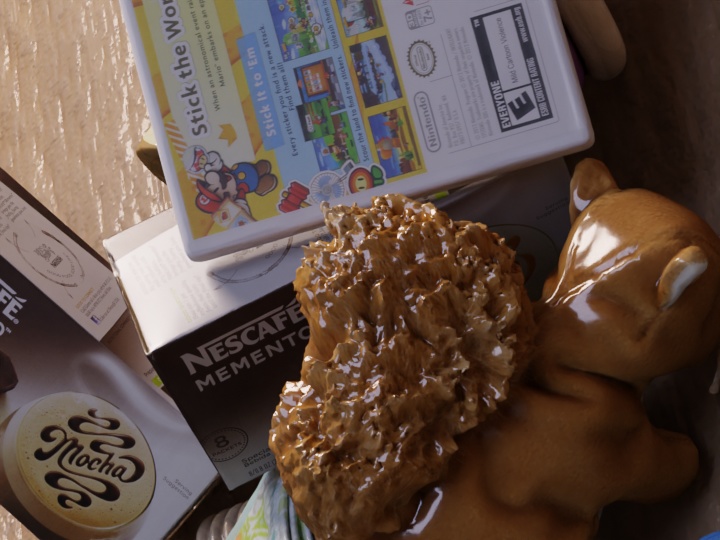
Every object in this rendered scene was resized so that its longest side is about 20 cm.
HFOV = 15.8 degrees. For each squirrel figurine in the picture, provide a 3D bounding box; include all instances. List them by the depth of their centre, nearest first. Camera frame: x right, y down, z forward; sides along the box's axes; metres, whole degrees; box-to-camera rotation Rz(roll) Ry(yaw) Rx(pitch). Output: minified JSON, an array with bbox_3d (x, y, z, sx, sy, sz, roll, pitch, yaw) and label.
[{"bbox_3d":[0.065,0.043,1.083,0.187,0.200,0.142,-56,34,15],"label":"squirrel figurine"}]

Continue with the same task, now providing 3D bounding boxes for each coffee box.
[{"bbox_3d":[0.000,0.000,1.175,0.200,0.114,0.080,-26,47,-1],"label":"coffee box"},{"bbox_3d":[-0.160,0.055,1.340,0.113,0.200,0.080,-49,-1,23],"label":"coffee box"}]

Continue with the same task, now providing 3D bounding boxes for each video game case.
[{"bbox_3d":[-0.013,-0.123,1.119,0.182,0.023,0.200,-16,83,8],"label":"video game case"}]

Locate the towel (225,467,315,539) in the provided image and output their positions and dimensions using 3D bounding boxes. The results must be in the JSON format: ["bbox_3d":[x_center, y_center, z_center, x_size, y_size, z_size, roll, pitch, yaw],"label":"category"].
[{"bbox_3d":[-0.047,0.192,1.205,0.171,0.048,0.200,-96,26,-52],"label":"towel"}]

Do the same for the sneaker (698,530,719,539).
[{"bbox_3d":[0.172,0.127,1.019,0.200,0.076,0.105,-44,44,28],"label":"sneaker"}]

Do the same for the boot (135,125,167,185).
[{"bbox_3d":[-0.002,-0.101,1.321,0.200,0.073,0.156,9,64,33],"label":"boot"}]

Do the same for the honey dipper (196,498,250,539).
[{"bbox_3d":[0.000,0.106,1.259,0.200,0.038,0.038,-27,54,37],"label":"honey dipper"}]

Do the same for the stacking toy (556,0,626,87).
[{"bbox_3d":[0.021,-0.081,1.218,0.200,0.085,0.085,-31,46,2],"label":"stacking toy"}]
